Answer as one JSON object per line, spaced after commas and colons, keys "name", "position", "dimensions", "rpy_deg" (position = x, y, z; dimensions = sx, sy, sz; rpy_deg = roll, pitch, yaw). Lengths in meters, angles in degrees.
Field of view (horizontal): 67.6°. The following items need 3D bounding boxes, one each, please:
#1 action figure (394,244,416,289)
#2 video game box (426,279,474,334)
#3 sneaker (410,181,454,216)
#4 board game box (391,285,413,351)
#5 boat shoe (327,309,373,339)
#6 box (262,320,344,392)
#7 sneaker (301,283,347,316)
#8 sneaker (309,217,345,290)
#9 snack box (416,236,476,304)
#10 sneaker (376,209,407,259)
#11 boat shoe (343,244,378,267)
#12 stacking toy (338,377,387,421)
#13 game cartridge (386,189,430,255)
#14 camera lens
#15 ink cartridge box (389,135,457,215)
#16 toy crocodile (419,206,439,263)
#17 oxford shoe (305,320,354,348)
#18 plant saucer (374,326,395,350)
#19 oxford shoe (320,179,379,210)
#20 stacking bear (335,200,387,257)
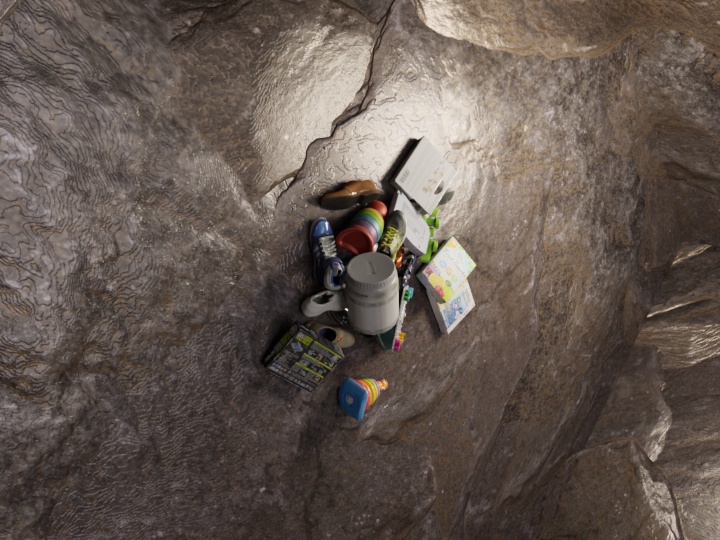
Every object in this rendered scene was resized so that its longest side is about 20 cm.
{"name": "action figure", "position": [0.127, -0.038, 1.813], "dimensions": [0.201, 0.101, 0.199], "rpy_deg": [-55, 141, -53]}
{"name": "video game box", "position": [0.344, 0.104, 2.036], "dimensions": [0.182, 0.046, 0.204], "rpy_deg": [-42, 122, -29]}
{"name": "sneaker", "position": [0.225, -0.247, 1.854], "dimensions": [0.196, 0.081, 0.071], "rpy_deg": [-27, 149, -14]}
{"name": "board game box", "position": [0.143, 0.157, 1.801], "dimensions": [0.200, 0.025, 0.207], "rpy_deg": [-5, 107, -82]}
{"name": "boat shoe", "position": [-0.026, 0.159, 1.713], "dimensions": [0.200, 0.064, 0.073], "rpy_deg": [44, 72, -36]}
{"name": "box", "position": [-0.166, 0.257, 1.583], "dimensions": [0.161, 0.044, 0.199], "rpy_deg": [-47, 129, 8]}
{"name": "sneaker", "position": [-0.079, 0.080, 1.616], "dimensions": [0.196, 0.089, 0.077], "rpy_deg": [-21, 74, -31]}
{"name": "sneaker", "position": [-0.085, -0.045, 1.564], "dimensions": [0.079, 0.145, 0.207], "rpy_deg": [-8, 106, -29]}
{"name": "snack box", "position": [0.311, -0.001, 1.946], "dimensions": [0.143, 0.053, 0.200], "rpy_deg": [48, 65, -8]}
{"name": "sneaker", "position": [0.094, -0.084, 1.652], "dimensions": [0.085, 0.072, 0.206], "rpy_deg": [-30, 136, -78]}
{"name": "boat shoe", "position": [0.000, 0.000, 1.700], "dimensions": [0.200, 0.070, 0.093], "rpy_deg": [-42, 121, -28]}
{"name": "stacking toy", "position": [0.027, 0.402, 1.794], "dimensions": [0.197, 0.108, 0.119], "rpy_deg": [-11, 121, -50]}
{"name": "game cartridge", "position": [0.158, -0.148, 1.762], "dimensions": [0.200, 0.040, 0.136], "rpy_deg": [47, 42, -31]}
{"name": "camera lens", "position": [0.035, 0.072, 1.580], "dimensions": [0.158, 0.158, 0.205], "rpy_deg": [-32, 136, -31]}
{"name": "ink cartridge box", "position": [0.214, -0.316, 1.807], "dimensions": [0.173, 0.043, 0.202], "rpy_deg": [40, 71, -18]}
{"name": "toy crocodile", "position": [0.240, -0.129, 1.894], "dimensions": [0.065, 0.062, 0.207], "rpy_deg": [6, 97, 1]}
{"name": "oxford shoe", "position": [-0.083, 0.210, 1.667], "dimensions": [0.197, 0.073, 0.073], "rpy_deg": [18, 87, -41]}
{"name": "plant saucer", "position": [0.067, 0.161, 1.773], "dimensions": [0.200, 0.038, 0.208], "rpy_deg": [-8, 90, -70]}
{"name": "oxford shoe", "position": [-0.040, -0.235, 1.636], "dimensions": [0.195, 0.072, 0.073], "rpy_deg": [-15, 70, -29]}
{"name": "stacking bear", "position": [0.024, -0.141, 1.654], "dimensions": [0.120, 0.114, 0.202], "rpy_deg": [36, 44, -5]}
